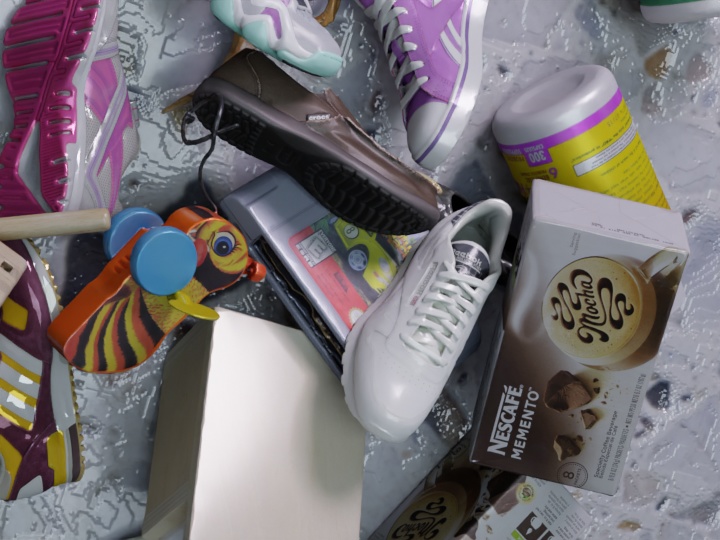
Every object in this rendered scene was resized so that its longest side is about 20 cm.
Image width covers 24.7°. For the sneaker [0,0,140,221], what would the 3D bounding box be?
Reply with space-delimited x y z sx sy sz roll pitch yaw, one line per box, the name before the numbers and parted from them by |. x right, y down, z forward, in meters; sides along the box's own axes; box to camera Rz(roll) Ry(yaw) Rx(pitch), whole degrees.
sneaker | -0.200 -0.116 1.162 0.088 0.081 0.202 20 76 -59

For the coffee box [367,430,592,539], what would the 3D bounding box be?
coffee box | 0.071 0.229 1.299 0.200 0.113 0.080 -46 111 -9

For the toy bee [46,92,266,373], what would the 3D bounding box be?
toy bee | -0.120 -0.002 1.143 0.200 0.131 0.108 -44 126 14

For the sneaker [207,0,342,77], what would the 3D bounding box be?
sneaker | -0.065 -0.238 1.142 0.200 0.078 0.140 38 97 7

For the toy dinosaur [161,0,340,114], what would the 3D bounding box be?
toy dinosaur | -0.072 -0.202 1.213 0.105 0.060 0.202 11 92 8

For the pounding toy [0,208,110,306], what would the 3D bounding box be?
pounding toy | -0.304 0.006 1.072 0.184 0.143 0.200 37 125 -11

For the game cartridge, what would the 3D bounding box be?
game cartridge | 0.000 0.000 1.219 0.133 0.041 0.201 -34 87 -43

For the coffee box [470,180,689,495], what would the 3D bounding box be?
coffee box | 0.155 0.050 1.196 0.112 0.080 0.201 13 114 0

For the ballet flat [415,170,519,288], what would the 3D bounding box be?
ballet flat | 0.113 -0.020 1.272 0.199 0.067 0.057 35 124 3

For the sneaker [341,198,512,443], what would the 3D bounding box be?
sneaker | 0.050 0.030 1.162 0.076 0.080 0.201 34 53 -15

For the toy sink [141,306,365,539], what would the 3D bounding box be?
toy sink | -0.078 0.150 1.189 0.129 0.112 0.202 16 59 -23

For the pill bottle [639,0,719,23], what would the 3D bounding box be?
pill bottle | 0.260 -0.302 1.281 0.112 0.113 0.202 -15 104 -18

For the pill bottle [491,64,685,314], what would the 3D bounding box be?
pill bottle | 0.187 -0.053 1.300 0.104 0.104 0.201 -31 108 -13

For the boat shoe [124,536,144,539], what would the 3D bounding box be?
boat shoe | -0.112 0.251 1.229 0.198 0.066 0.075 15 103 -1

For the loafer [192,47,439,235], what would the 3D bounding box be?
loafer | -0.021 -0.097 1.181 0.199 0.073 0.071 33 63 -14

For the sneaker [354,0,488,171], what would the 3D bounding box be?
sneaker | 0.030 -0.170 1.211 0.114 0.073 0.202 20 54 -18

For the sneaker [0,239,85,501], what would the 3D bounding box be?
sneaker | -0.256 0.068 1.169 0.089 0.075 0.202 -15 103 -23
